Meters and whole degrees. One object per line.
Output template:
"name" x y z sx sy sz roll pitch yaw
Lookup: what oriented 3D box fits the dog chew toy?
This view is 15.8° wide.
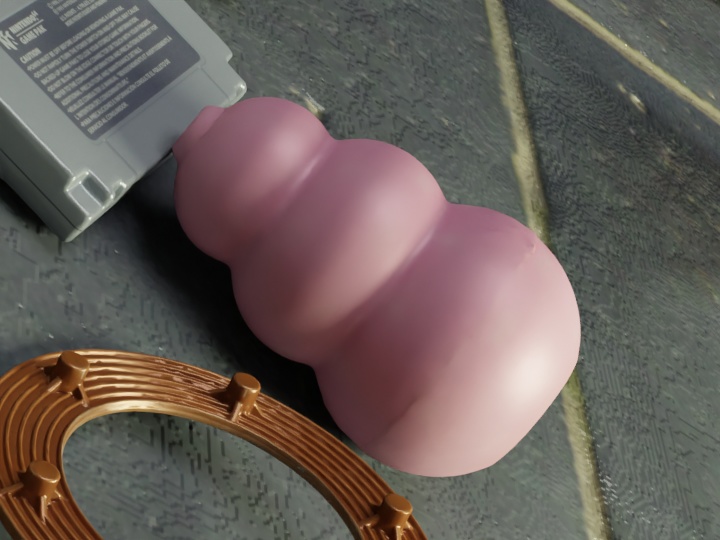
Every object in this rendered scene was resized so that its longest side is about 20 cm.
"dog chew toy" 0.000 0.000 1.155 0.200 0.125 0.125 39 28 -5

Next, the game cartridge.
"game cartridge" -0.133 -0.098 1.172 0.133 0.041 0.200 50 26 -4

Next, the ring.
"ring" -0.053 0.090 0.999 0.200 0.019 0.200 23 26 -12
